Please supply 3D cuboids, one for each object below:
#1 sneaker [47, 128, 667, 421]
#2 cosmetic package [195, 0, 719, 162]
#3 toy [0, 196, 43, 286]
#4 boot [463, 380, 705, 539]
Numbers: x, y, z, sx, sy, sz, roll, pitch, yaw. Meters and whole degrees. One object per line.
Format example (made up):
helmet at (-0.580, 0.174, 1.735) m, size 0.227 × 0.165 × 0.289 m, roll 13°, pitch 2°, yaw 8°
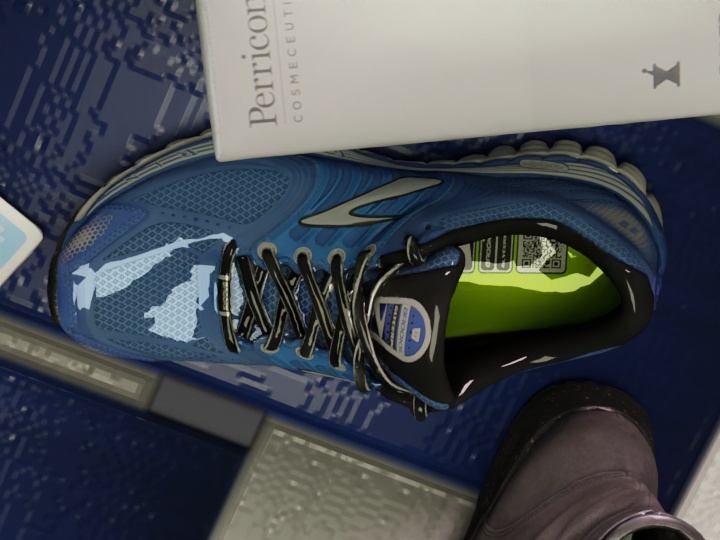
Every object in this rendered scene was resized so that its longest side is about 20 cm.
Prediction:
sneaker at (0.000, 0.000, 0.907) m, size 0.200 × 0.089 × 0.079 m, roll -5°, pitch 111°, yaw -1°
cosmetic package at (0.044, -0.151, 0.832) m, size 0.200 × 0.123 × 0.200 m, roll -5°, pitch 112°, yaw 1°
toy at (-0.211, 0.031, 0.932) m, size 0.115 × 0.047 × 0.200 m, roll 40°, pitch 106°, yaw -18°
boot at (0.048, 0.142, 0.943) m, size 0.070 × 0.132 × 0.200 m, roll 15°, pitch 110°, yaw -9°
